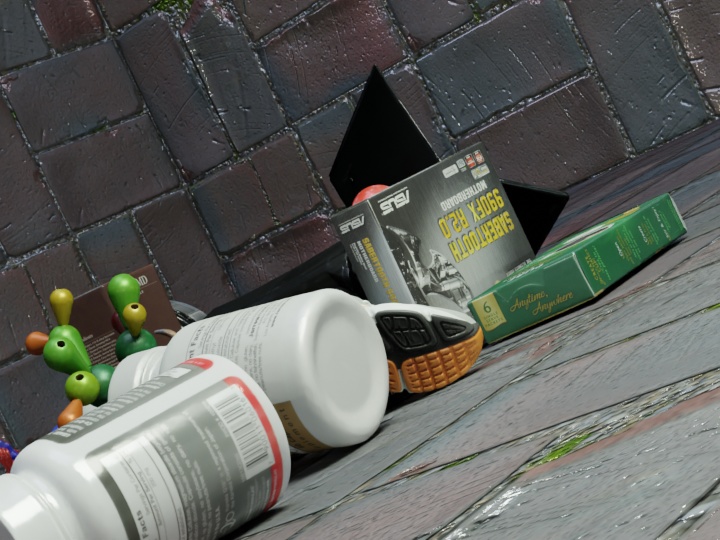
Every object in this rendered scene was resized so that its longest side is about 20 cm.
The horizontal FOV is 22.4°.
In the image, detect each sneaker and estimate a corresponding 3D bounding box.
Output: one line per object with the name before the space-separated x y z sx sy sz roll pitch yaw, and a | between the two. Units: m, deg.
sneaker | 0.004 0.047 1.450 0.198 0.076 0.092 -4 26 19

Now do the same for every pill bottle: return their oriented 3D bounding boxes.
pill bottle | -0.088 0.088 1.362 0.199 0.115 0.114 -14 8 33
pill bottle | -0.151 0.143 1.156 0.199 0.115 0.114 -28 2 -37

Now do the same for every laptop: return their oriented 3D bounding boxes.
laptop | 0.081 -0.081 1.792 0.198 0.117 0.188 11 -35 -10

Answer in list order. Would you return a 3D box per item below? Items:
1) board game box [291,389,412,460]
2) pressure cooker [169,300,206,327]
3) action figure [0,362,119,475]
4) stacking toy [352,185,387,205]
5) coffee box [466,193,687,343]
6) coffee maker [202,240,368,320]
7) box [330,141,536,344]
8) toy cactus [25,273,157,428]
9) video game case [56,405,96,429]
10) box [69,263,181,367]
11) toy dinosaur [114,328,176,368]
board game box | -0.047 0.128 1.494 0.199 0.028 0.135 -27 3 -22
pressure cooker | -0.241 0.122 2.118 0.174 0.180 0.200 -23 1 1
action figure | -0.295 0.149 1.651 0.200 0.099 0.066 -40 35 21
stacking toy | 0.000 0.000 1.782 0.085 0.085 0.201 -27 -35 -39
coffee box | 0.190 -0.003 1.576 0.122 0.044 0.200 -26 1 36
coffee maker | -0.055 0.053 1.665 0.199 0.136 0.192 -30 -14 28
box | 0.075 -0.010 1.595 0.048 0.160 0.199 -24 2 39
toy cactus | -0.196 0.109 1.447 0.102 0.165 0.201 -26 43 34
video game case | -0.288 0.195 1.500 0.182 0.022 0.200 -48 3 47
box | -0.217 0.105 1.835 0.075 0.201 0.100 -26 2 29
toy dinosaur | -0.225 0.150 1.720 0.199 0.137 0.086 -28 2 -18
